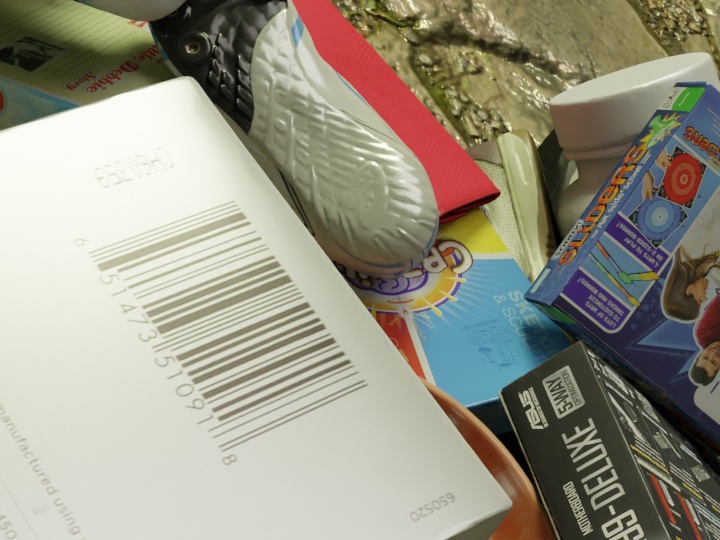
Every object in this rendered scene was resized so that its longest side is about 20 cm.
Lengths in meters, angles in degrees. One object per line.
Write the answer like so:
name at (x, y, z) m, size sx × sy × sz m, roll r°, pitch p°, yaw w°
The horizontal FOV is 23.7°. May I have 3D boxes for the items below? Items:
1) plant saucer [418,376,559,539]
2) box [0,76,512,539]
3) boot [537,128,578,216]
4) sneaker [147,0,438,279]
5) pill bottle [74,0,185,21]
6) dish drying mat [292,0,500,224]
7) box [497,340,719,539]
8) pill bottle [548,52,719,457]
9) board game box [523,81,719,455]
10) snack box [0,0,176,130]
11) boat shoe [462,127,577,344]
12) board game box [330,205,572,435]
plant saucer at (0.003, 0.130, 0.701) m, size 0.200 × 0.032 × 0.200 m, roll 20°, pitch 52°, yaw -27°
box at (-0.098, 0.068, 0.564) m, size 0.200 × 0.131 × 0.199 m, roll -23°, pitch 66°, yaw -35°
boot at (0.176, -0.022, 1.076) m, size 0.154 × 0.073 × 0.204 m, roll 37°, pitch 37°, yaw -10°
sneaker at (-0.038, -0.077, 0.808) m, size 0.072 × 0.072 × 0.200 m, roll -36°, pitch 84°, yaw -14°
pill bottle at (-0.162, -0.190, 0.758) m, size 0.200 × 0.111 × 0.111 m, roll 20°, pitch 29°, yaw 13°
dish drying mat at (-0.012, -0.102, 0.875) m, size 0.200 × 0.018 × 0.077 m, roll 49°, pitch 29°, yaw 11°
box at (0.156, 0.141, 0.808) m, size 0.200 × 0.050 × 0.158 m, roll 37°, pitch 25°, yaw -47°
pill bottle at (0.173, -0.010, 0.931) m, size 0.120 × 0.120 × 0.200 m, roll -35°, pitch 109°, yaw -58°
board game box at (0.197, 0.019, 0.858) m, size 0.200 × 0.135 × 0.034 m, roll 39°, pitch -7°, yaw -18°
snack box at (-0.128, -0.109, 0.853) m, size 0.116 × 0.037 × 0.200 m, roll 20°, pitch 29°, yaw 13°
boat shoe at (0.081, 0.019, 0.931) m, size 0.072 × 0.066 × 0.201 m, roll 52°, pitch 28°, yaw -61°
board game box at (0.000, 0.000, 0.852) m, size 0.153 × 0.040 × 0.200 m, roll -12°, pitch 57°, yaw -34°
